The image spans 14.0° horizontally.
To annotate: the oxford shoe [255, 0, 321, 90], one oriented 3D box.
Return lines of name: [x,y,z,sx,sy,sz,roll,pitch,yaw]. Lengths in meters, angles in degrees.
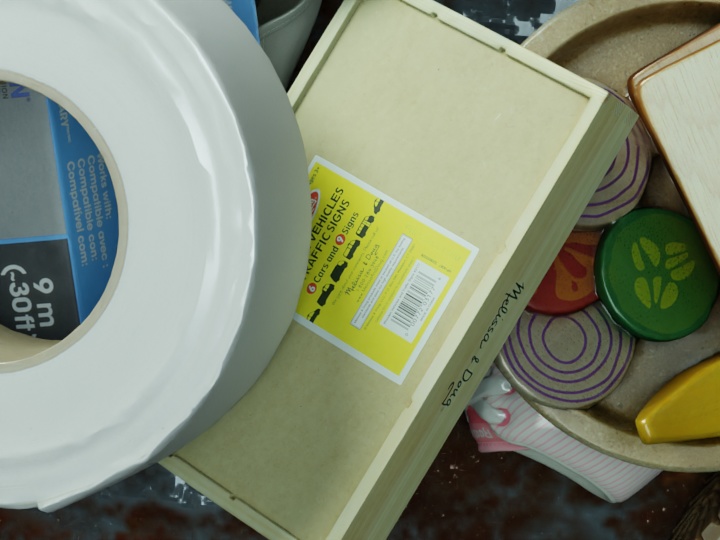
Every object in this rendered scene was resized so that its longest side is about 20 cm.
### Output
oxford shoe: [-0.062,-0.070,1.156,0.075,0.058,0.201,23,93,-1]

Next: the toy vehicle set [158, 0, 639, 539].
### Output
toy vehicle set: [0.000,0.000,1.073,0.124,0.026,0.201,32,91,35]

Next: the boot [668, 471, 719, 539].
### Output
boot: [0.216,0.080,1.145,0.199,0.075,0.108,-36,95,1]

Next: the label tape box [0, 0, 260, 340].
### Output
label tape box: [-0.136,-0.040,1.122,0.198,0.063,0.145,-4,103,15]

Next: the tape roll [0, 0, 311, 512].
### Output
tape roll: [-0.120,-0.019,1.043,0.201,0.071,0.204,2,96,15]

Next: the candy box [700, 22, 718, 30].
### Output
candy box: [0.160,-0.115,1.149,0.115,0.055,0.202,-11,92,0]

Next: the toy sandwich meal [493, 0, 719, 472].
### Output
toy sandwich meal: [0.134,-0.022,1.077,0.203,0.070,0.207,0,86,-7]

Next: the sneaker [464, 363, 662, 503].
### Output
sneaker: [0.056,0.008,1.143,0.200,0.075,0.105,43,87,-4]
